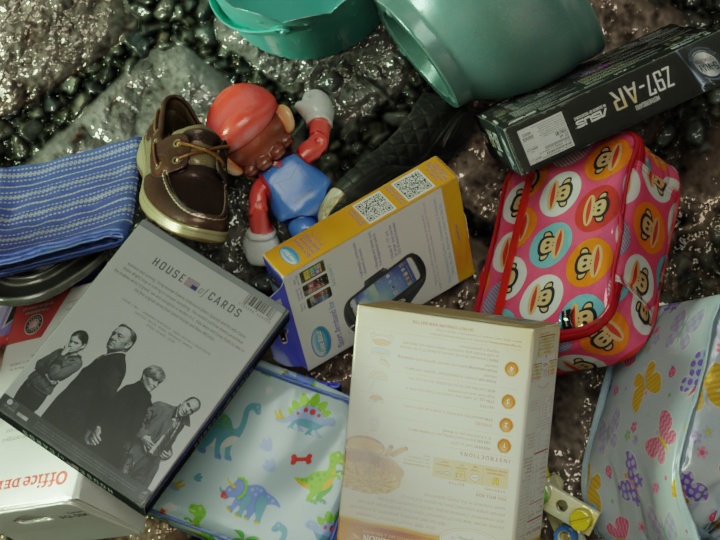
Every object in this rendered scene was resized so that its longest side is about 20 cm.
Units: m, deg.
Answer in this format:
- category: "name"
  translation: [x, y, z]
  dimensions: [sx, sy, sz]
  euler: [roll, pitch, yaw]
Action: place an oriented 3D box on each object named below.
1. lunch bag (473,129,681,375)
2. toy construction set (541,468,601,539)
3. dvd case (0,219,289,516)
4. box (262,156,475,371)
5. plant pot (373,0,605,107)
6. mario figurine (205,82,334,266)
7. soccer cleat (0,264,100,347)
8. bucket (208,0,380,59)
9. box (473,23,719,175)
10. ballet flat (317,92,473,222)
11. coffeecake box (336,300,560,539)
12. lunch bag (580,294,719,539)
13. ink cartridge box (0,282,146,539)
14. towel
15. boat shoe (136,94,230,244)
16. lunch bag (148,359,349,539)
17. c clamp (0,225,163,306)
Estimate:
- category: "lunch bag"
  translation: [0.171, -0.012, 1.593]
  dimensions: [0.175, 0.082, 0.202]
  euler: [-13, 52, 43]
- category: "toy construction set"
  translation: [0.102, 0.163, 1.581]
  dimensions: [0.131, 0.092, 0.201]
  euler: [-39, 66, 20]
- category: "dvd case"
  translation: [-0.171, 0.073, 1.503]
  dimensions: [0.149, 0.025, 0.201]
  euler: [31, 67, 14]
- category: "box"
  translation: [0.000, 0.000, 1.598]
  dimensions: [0.199, 0.120, 0.042]
  euler: [-28, 47, -15]
- category: "plant pot"
  translation: [0.096, -0.226, 1.629]
  dimensions: [0.134, 0.200, 0.201]
  euler: [-38, 76, -2]
- category: "mario figurine"
  translation: [-0.060, -0.080, 1.681]
  dimensions: [0.123, 0.106, 0.201]
  euler: [-34, 84, -41]
- category: "soccer cleat"
  translation: [-0.316, 0.035, 1.673]
  dimensions: [0.198, 0.068, 0.074]
  euler: [-19, 94, -1]
- category: "bucket"
  translation: [-0.056, -0.294, 1.690]
  dimensions: [0.205, 0.135, 0.210]
  euler: [-1, 75, 4]
- category: "box"
  translation: [0.204, -0.149, 1.617]
  dimensions: [0.198, 0.160, 0.044]
  euler: [-25, 101, -2]
- category: "ballet flat"
  translation: [0.025, -0.089, 1.646]
  dimensions: [0.056, 0.067, 0.200]
  euler: [23, 46, 31]
- category: "coffeecake box"
  translation: [0.069, 0.134, 1.511]
  dimensions: [0.152, 0.073, 0.202]
  euler: [7, 95, 24]
- category: "lunch bag"
  translation: [0.269, 0.134, 1.527]
  dimensions: [0.126, 0.169, 0.202]
  euler: [24, 75, -16]
- category: "ink cartridge box"
  translation: [-0.235, 0.120, 1.576]
  dimensions: [0.146, 0.083, 0.202]
  euler: [-12, 57, 39]
- category: "towel"
  translation: [-0.262, -0.058, 1.634]
  dimensions: [0.143, 0.201, 0.024]
  euler: [-14, 118, 4]
- category: "boat shoe"
  translation: [-0.146, -0.090, 1.603]
  dimensions: [0.071, 0.200, 0.073]
  euler: [11, 114, -18]
- category: "lunch bag"
  translation: [-0.089, 0.157, 1.604]
  dimensions: [0.198, 0.083, 0.162]
  euler: [19, 78, 10]
- category: "c clamp"
  translation: [-0.272, -0.017, 1.627]
  dimensions: [0.198, 0.027, 0.171]
  euler: [11, 38, 36]
